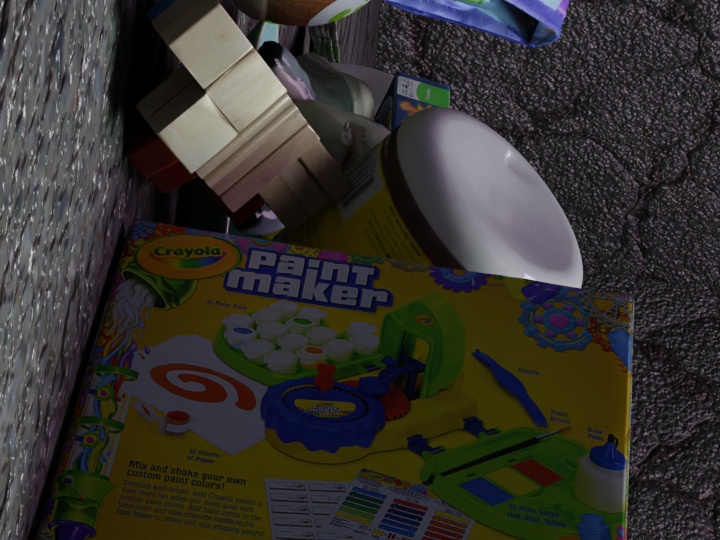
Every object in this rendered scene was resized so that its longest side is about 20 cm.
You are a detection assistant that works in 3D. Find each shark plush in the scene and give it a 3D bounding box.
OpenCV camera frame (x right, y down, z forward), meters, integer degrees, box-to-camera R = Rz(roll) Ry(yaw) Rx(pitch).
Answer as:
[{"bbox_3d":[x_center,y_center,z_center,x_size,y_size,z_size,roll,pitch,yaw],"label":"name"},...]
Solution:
[{"bbox_3d":[-0.015,-0.041,0.972,0.200,0.082,0.092,93,5,-74],"label":"shark plush"}]

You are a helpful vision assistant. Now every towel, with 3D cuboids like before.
[{"bbox_3d":[-0.039,-0.114,1.501,0.200,0.030,0.150,-96,-167,-62],"label":"towel"}]

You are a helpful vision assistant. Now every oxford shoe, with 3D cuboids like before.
[{"bbox_3d":[-0.042,-0.093,1.151,0.200,0.057,0.076,-154,-117,-74],"label":"oxford shoe"}]

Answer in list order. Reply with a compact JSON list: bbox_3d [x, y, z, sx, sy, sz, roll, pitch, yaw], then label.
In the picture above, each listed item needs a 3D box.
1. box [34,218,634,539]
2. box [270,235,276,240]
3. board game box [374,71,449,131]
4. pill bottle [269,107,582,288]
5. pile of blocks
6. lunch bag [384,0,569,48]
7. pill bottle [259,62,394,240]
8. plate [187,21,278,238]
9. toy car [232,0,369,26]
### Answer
[{"bbox_3d":[-0.008,0.101,0.707,0.123,0.198,0.194,97,3,-46],"label":"box"},{"bbox_3d":[-0.058,0.069,1.093,0.200,0.037,0.138,130,-28,-75],"label":"box"},{"bbox_3d":[0.000,0.000,1.120,0.201,0.034,0.136,119,-18,-48],"label":"board game box"},{"bbox_3d":[-0.003,0.026,0.860,0.200,0.109,0.110,-41,-160,27],"label":"pill bottle"},{"bbox_3d":[-0.063,-0.062,0.742,0.062,0.082,0.200,-39,166,0],"label":"pile of blocks"},{"bbox_3d":[0.035,-0.182,0.734,0.094,0.199,0.152,1,-100,48],"label":"lunch bag"},{"bbox_3d":[-0.020,-0.039,1.368,0.105,0.103,0.202,-79,178,-62],"label":"pill bottle"},{"bbox_3d":[-0.069,-0.037,0.993,0.200,0.025,0.202,8,90,-90],"label":"plate"},{"bbox_3d":[0.041,-0.181,0.871,0.164,0.198,0.160,142,-44,-86],"label":"toy car"}]
